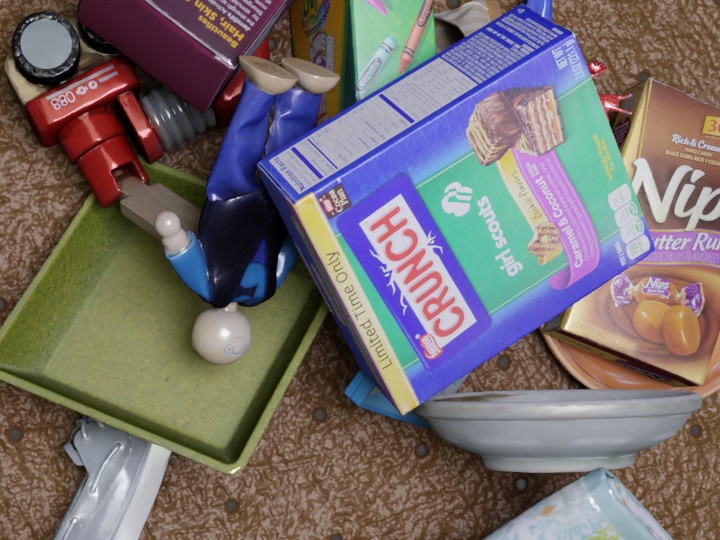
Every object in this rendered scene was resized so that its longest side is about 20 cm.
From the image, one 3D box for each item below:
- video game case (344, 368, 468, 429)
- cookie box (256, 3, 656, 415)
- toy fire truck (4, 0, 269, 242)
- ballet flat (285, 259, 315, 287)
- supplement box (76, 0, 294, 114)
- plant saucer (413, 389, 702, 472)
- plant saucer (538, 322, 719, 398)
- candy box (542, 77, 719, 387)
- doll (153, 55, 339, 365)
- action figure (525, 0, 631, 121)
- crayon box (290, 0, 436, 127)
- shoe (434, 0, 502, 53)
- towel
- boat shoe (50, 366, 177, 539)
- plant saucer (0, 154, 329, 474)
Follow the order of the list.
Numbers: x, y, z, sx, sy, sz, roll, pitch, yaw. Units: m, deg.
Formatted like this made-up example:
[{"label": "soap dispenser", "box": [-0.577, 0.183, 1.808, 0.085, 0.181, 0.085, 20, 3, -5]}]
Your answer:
[{"label": "video game case", "box": [0.078, 0.021, 1.078, 0.018, 0.143, 0.201, 38, 95, 25]}, {"label": "cookie box", "box": [0.063, -0.037, 0.950, 0.199, 0.075, 0.172, -32, 121, -7]}, {"label": "toy fire truck", "box": [-0.131, -0.107, 1.060, 0.175, 0.129, 0.201, -28, 88, -13]}, {"label": "ballet flat", "box": [0.000, 0.000, 1.117, 0.198, 0.067, 0.067, 8, 80, -10]}, {"label": "supplement box", "box": [-0.083, -0.220, 1.007, 0.110, 0.086, 0.201, 37, 66, -6]}, {"label": "plant saucer", "box": [0.136, 0.110, 1.053, 0.198, 0.200, 0.051, -1, 88, -11]}, {"label": "plant saucer", "box": [0.221, 0.006, 1.177, 0.198, 0.037, 0.202, 1, 85, -12]}, {"label": "candy box", "box": [0.225, -0.027, 1.134, 0.116, 0.056, 0.201, 21, 81, -9]}, {"label": "doll", "box": [-0.075, -0.034, 0.968, 0.136, 0.048, 0.202, -8, 119, -49]}, {"label": "action figure", "box": [0.160, -0.179, 1.159, 0.098, 0.065, 0.202, 5, 85, 6]}, {"label": "crayon box", "box": [-0.001, -0.148, 1.059, 0.058, 0.200, 0.120, -3, 86, -13]}, {"label": "shoe", "box": [0.086, -0.138, 1.096, 0.053, 0.201, 0.070, 6, 122, -11]}, {"label": "towel", "box": [0.150, 0.238, 1.053, 0.171, 0.048, 0.200, -36, 122, 13]}, {"label": "boat shoe", "box": [-0.175, 0.136, 1.070, 0.071, 0.070, 0.202, 22, 83, -9]}, {"label": "plant saucer", "box": [-0.125, 0.033, 1.052, 0.198, 0.048, 0.201, 20, 60, 14]}]
